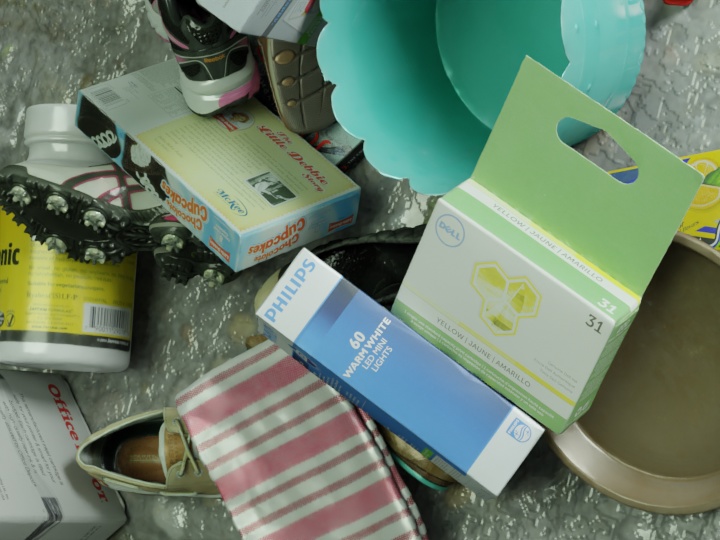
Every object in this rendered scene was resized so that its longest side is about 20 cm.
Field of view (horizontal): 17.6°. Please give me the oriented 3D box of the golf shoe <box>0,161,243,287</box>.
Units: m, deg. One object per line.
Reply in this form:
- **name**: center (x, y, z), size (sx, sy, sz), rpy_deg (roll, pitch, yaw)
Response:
- **golf shoe**: center (-0.174, -0.051, 1.747), size (0.198, 0.077, 0.089), rpy_deg (15, 54, 1)

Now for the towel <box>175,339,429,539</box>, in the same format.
- **towel**: center (-0.042, 0.148, 1.655), size (0.146, 0.030, 0.201), rpy_deg (-31, 83, 33)

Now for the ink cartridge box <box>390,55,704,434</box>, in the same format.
- **ink cartridge box**: center (0.116, -0.014, 1.489), size (0.145, 0.048, 0.201), rpy_deg (36, 130, 17)

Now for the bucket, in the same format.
- **bucket**: center (0.085, -0.161, 1.579), size (0.206, 0.134, 0.209), rpy_deg (8, 104, 34)

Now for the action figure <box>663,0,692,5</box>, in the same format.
- **action figure**: center (0.174, -0.270, 1.616), size (0.066, 0.052, 0.200), rpy_deg (-51, 57, 24)

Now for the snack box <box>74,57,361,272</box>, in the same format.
- **snack box**: center (-0.106, -0.084, 1.716), size (0.200, 0.116, 0.037), rpy_deg (41, 137, 32)

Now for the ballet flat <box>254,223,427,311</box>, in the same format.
- **ballet flat**: center (0.000, 0.000, 1.690), size (0.199, 0.057, 0.067), rpy_deg (-17, 73, 32)

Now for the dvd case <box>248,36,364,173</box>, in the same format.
- **dvd case**: center (-0.044, -0.133, 1.763), size (0.200, 0.022, 0.147), rpy_deg (-42, 62, 24)

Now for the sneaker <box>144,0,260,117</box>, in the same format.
- **sneaker**: center (-0.120, -0.209, 1.753), size (0.080, 0.087, 0.200), rpy_deg (-19, 42, -8)

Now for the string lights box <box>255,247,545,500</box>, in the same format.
- **string lights box**: center (0.024, 0.073, 1.568), size (0.200, 0.103, 0.059), rpy_deg (37, 84, 2)

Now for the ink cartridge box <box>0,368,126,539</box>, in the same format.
- **ink cartridge box**: center (-0.295, 0.153, 1.789), size (0.084, 0.199, 0.146), rpy_deg (-41, 62, 26)

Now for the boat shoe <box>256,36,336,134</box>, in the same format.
- **boat shoe**: center (-0.047, -0.201, 1.728), size (0.072, 0.075, 0.202), rpy_deg (177, 90, -68)

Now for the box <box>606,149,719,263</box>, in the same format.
- **box**: center (0.213, -0.036, 1.542), size (0.199, 0.064, 0.071), rpy_deg (-11, 77, 34)

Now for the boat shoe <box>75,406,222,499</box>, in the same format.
- **boat shoe**: center (-0.125, 0.138, 1.750), size (0.199, 0.068, 0.075), rpy_deg (-13, 76, 33)

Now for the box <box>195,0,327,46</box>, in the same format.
- **box**: center (-0.026, -0.228, 1.573), size (0.041, 0.200, 0.156), rpy_deg (36, 100, 9)

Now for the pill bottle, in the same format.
- **pill bottle**: center (-0.228, -0.024, 1.821), size (0.111, 0.111, 0.202), rpy_deg (0, 82, 35)

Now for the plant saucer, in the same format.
- **plant saucer**: center (0.194, 0.062, 1.522), size (0.199, 0.029, 0.202), rpy_deg (13, 115, 29)

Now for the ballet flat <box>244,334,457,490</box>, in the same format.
- **ballet flat**: center (0.006, 0.078, 1.671), size (0.199, 0.068, 0.073), rpy_deg (34, 97, 31)
